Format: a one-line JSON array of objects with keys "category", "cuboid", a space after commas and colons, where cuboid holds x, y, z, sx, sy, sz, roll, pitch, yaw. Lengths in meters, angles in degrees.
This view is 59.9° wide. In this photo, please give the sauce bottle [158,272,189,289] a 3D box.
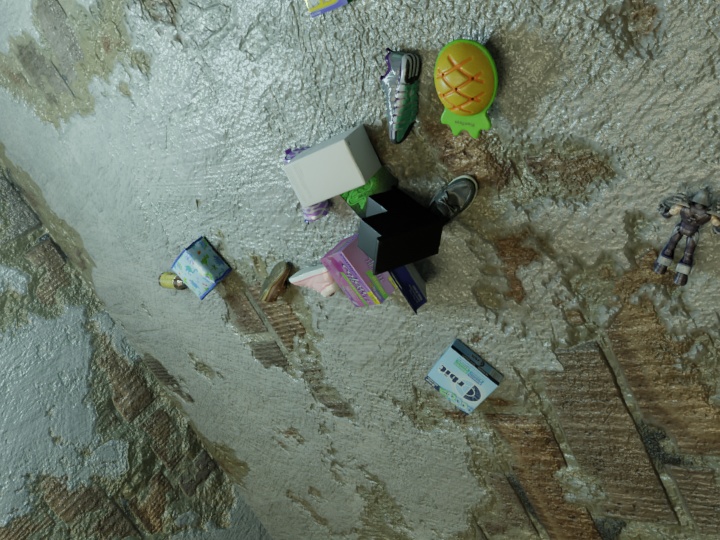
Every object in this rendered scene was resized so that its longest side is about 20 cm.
[{"category": "sauce bottle", "cuboid": [-0.719, 0.044, 2.470, 0.197, 0.065, 0.066, 5, 127, 37]}]

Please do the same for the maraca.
[{"category": "maraca", "cuboid": [0.212, -0.364, 1.262, 0.135, 0.107, 0.203, 17, 133, 29]}]

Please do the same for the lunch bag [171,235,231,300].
[{"category": "lunch bag", "cuboid": [-0.587, 0.002, 2.268, 0.171, 0.128, 0.199, 48, 131, -5]}]

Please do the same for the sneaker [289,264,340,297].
[{"category": "sneaker", "cuboid": [-0.136, 0.041, 1.941, 0.198, 0.075, 0.106, -13, 109, 42]}]

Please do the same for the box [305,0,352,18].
[{"category": "box", "cuboid": [-0.092, -0.659, 1.329, 0.116, 0.048, 0.203, -1, 120, 41]}]

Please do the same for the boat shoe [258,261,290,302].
[{"category": "boat shoe", "cuboid": [-0.273, 0.040, 2.078, 0.066, 0.073, 0.200, 19, 137, -22]}]

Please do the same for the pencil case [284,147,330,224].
[{"category": "pencil case", "cuboid": [-0.146, -0.235, 1.716, 0.085, 0.083, 0.203, 31, 143, 53]}]

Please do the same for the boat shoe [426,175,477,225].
[{"category": "boat shoe", "cuboid": [0.202, -0.150, 1.487, 0.075, 0.066, 0.199, 48, 141, -5]}]

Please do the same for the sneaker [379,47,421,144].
[{"category": "sneaker", "cuboid": [0.080, -0.390, 1.399, 0.087, 0.074, 0.204, 31, 129, 31]}]

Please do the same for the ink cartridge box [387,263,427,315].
[{"category": "ink cartridge box", "cuboid": [0.107, -0.006, 1.607, 0.043, 0.200, 0.198, -31, 104, 11]}]

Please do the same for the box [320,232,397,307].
[{"category": "box", "cuboid": [0.000, 0.000, 1.722, 0.177, 0.096, 0.199, 53, 160, -9]}]

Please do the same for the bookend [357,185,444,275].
[{"category": "bookend", "cuboid": [0.059, -0.101, 1.487, 0.198, 0.197, 0.094, 41, 136, 39]}]

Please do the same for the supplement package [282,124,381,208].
[{"category": "supplement package", "cuboid": [-0.070, -0.257, 1.556, 0.197, 0.122, 0.121, -17, 110, 32]}]

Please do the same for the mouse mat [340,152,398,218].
[{"category": "mouse mat", "cuboid": [0.000, -0.238, 1.637, 0.161, 0.008, 0.200, 47, 141, -2]}]

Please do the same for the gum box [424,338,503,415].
[{"category": "gum box", "cuboid": [0.295, 0.313, 1.816, 0.169, 0.045, 0.201, 38, 139, 9]}]

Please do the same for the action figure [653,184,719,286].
[{"category": "action figure", "cuboid": [0.619, -0.076, 1.186, 0.129, 0.069, 0.203, 29, 135, 29]}]
